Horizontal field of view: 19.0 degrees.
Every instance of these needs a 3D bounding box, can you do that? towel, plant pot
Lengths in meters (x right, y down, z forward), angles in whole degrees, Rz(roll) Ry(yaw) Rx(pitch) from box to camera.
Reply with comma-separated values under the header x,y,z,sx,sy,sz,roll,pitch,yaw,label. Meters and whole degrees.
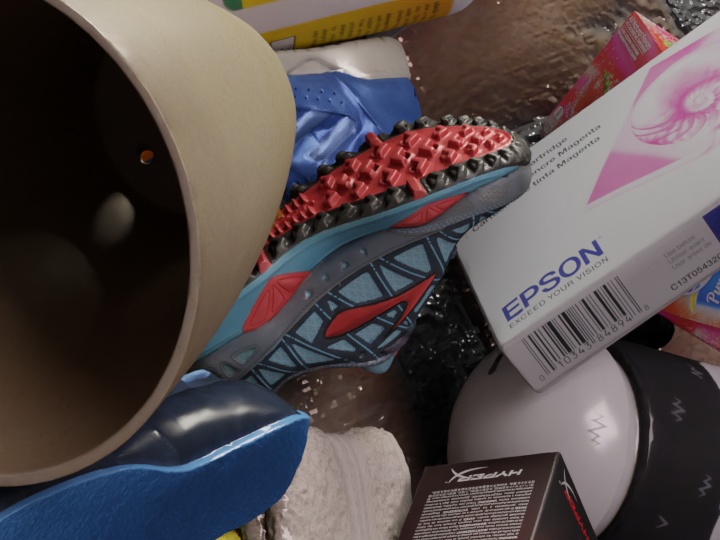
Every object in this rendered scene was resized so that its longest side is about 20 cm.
x,y,z,sx,sy,sz,roll,pitch,yaw,label
-0.007,0.168,0.975,0.132,0.034,0.200,12,69,-64,towel
-0.103,-0.041,0.823,0.187,0.187,0.200,56,27,-1,plant pot

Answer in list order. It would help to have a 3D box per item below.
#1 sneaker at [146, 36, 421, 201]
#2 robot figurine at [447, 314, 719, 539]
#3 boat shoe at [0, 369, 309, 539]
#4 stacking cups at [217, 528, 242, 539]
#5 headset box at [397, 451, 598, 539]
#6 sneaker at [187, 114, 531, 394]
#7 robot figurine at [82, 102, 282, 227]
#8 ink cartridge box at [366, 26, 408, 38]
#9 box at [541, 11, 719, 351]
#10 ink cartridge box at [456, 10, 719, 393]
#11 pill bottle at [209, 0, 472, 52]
x,y,z,sx,sy,sz,roll,pitch,yaw,label
-0.048,-0.047,1.076,0.200,0.077,0.111,-13,82,-36,sneaker
0.139,0.100,1.121,0.200,0.125,0.150,15,27,-33,robot figurine
-0.103,0.088,0.856,0.069,0.084,0.200,31,20,26,boat shoe
-0.134,0.144,0.919,0.200,0.060,0.061,-2,69,-39,stacking cups
0.061,0.205,0.976,0.149,0.077,0.200,65,29,-28,headset box
0.000,0.000,1.038,0.096,0.200,0.079,57,8,-30,sneaker
-0.138,-0.012,0.953,0.200,0.058,0.145,-36,113,-24,robot figurine
-0.008,-0.241,1.215,0.200,0.068,0.115,50,47,-8,ink cartridge box
0.185,-0.048,1.193,0.100,0.096,0.200,29,21,-23,box
0.135,-0.053,1.094,0.043,0.196,0.200,49,9,-31,ink cartridge box
-0.003,-0.176,1.100,0.200,0.113,0.113,-15,76,-10,pill bottle
